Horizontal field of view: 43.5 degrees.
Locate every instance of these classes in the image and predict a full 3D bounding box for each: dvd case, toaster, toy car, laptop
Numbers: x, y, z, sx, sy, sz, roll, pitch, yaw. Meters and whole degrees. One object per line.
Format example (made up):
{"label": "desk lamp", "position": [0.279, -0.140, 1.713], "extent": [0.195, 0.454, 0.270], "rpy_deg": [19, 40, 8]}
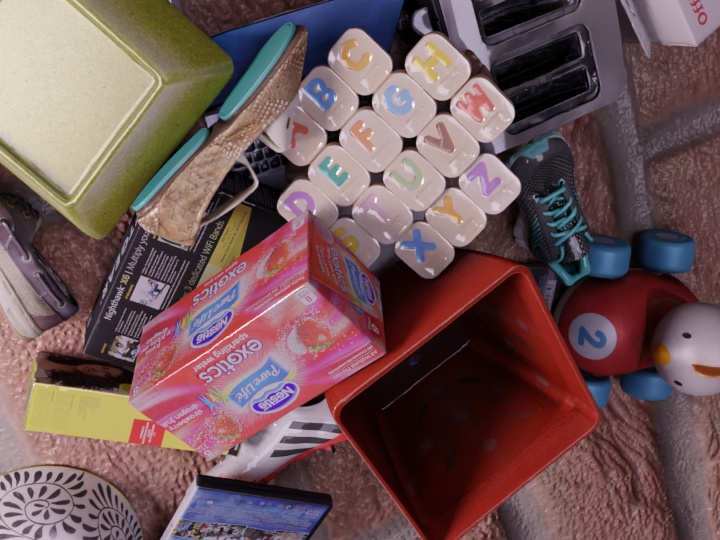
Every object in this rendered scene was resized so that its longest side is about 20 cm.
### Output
{"label": "dvd case", "position": [-0.131, 0.278, 0.907], "extent": [0.141, 0.018, 0.201], "rpy_deg": [14, 127, -24]}
{"label": "toaster", "position": [0.137, -0.219, 0.830], "extent": [0.198, 0.119, 0.183], "rpy_deg": [-24, 114, -11]}
{"label": "toy car", "position": [0.319, 0.074, 0.937], "extent": [0.175, 0.200, 0.187], "rpy_deg": [-4, 108, -23]}
{"label": "dvd case", "position": [0.117, 0.065, 0.961], "extent": [0.197, 0.016, 0.151], "rpy_deg": [-1, 111, -24]}
{"label": "laptop", "position": [-0.037, -0.134, 0.798], "extent": [0.185, 0.116, 0.202], "rpy_deg": [-19, 112, -11]}

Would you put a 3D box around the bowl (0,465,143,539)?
{"label": "bowl", "position": [-0.304, 0.300, 0.859], "extent": [0.198, 0.094, 0.203], "rpy_deg": [-6, 110, -17]}

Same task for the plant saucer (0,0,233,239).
{"label": "plant saucer", "position": [-0.232, -0.146, 0.692], "extent": [0.200, 0.048, 0.200], "rpy_deg": [40, 111, -10]}

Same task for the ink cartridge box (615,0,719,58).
{"label": "ink cartridge box", "position": [0.299, -0.309, 0.844], "extent": [0.200, 0.125, 0.129], "rpy_deg": [-40, 115, -8]}

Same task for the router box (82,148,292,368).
{"label": "router box", "position": [-0.142, 0.008, 0.817], "extent": [0.156, 0.052, 0.201], "rpy_deg": [21, 115, -23]}

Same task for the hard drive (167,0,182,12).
{"label": "hard drive", "position": [-0.237, -0.176, 0.725], "extent": [0.197, 0.026, 0.134], "rpy_deg": [-8, 111, 8]}

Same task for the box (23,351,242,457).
{"label": "box", "position": [-0.209, 0.127, 0.847], "extent": [0.198, 0.075, 0.051], "rpy_deg": [13, 103, -23]}

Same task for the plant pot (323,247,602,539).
{"label": "plant pot", "position": [0.068, 0.093, 0.839], "extent": [0.199, 0.176, 0.201], "rpy_deg": [-36, 121, -6]}

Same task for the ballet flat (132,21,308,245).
{"label": "ballet flat", "position": [-0.095, -0.101, 0.712], "extent": [0.065, 0.071, 0.200], "rpy_deg": [40, 97, -23]}

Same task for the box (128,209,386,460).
{"label": "box", "position": [-0.086, 0.058, 0.754], "extent": [0.199, 0.095, 0.103], "rpy_deg": [-33, 124, 21]}

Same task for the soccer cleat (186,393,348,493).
{"label": "soccer cleat", "position": [-0.090, 0.167, 0.909], "extent": [0.198, 0.069, 0.086], "rpy_deg": [-25, 99, -9]}

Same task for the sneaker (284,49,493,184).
{"label": "sneaker", "position": [0.021, -0.130, 0.778], "extent": [0.197, 0.071, 0.076], "rpy_deg": [-14, 104, 13]}

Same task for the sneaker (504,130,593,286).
{"label": "sneaker", "position": [0.192, -0.054, 0.870], "extent": [0.077, 0.092, 0.200], "rpy_deg": [-32, 148, 1]}

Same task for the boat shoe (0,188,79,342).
{"label": "boat shoe", "position": [-0.302, -0.034, 0.767], "extent": [0.064, 0.072, 0.202], "rpy_deg": [-25, 117, -15]}

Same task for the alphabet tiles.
{"label": "alphabet tiles", "position": [0.027, -0.091, 0.741], "extent": [0.195, 0.015, 0.200], "rpy_deg": [41, 109, -12]}

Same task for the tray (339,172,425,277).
{"label": "tray", "position": [0.000, 0.000, 0.895], "extent": [0.106, 0.022, 0.202], "rpy_deg": [6, 107, -36]}
